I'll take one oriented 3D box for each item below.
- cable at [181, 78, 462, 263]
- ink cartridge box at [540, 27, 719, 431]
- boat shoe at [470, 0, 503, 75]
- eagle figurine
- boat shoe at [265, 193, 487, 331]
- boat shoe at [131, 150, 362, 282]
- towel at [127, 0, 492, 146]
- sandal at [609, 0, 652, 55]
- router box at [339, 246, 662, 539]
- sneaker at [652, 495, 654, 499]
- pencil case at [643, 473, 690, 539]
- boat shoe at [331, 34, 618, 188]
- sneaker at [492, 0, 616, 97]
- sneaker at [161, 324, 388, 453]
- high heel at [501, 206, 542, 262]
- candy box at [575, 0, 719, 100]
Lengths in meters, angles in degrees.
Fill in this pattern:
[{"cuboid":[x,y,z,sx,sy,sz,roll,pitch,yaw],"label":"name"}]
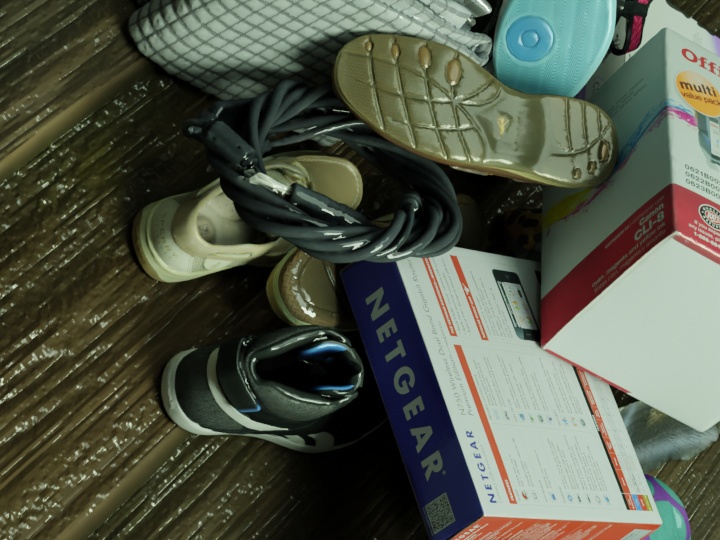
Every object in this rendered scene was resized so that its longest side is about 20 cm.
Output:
[{"cuboid":[-0.007,-0.063,1.400,0.163,0.051,0.199,39,28,30],"label":"cable"},{"cuboid":[0.218,-0.029,1.494,0.145,0.145,0.201,26,43,-21],"label":"ink cartridge box"},{"cuboid":[0.088,-0.219,1.568,0.071,0.072,0.201,48,45,-42],"label":"boat shoe"},{"cuboid":[0.259,0.082,1.724,0.199,0.152,0.152,3,29,-12],"label":"eagle figurine"},{"cuboid":[0.000,0.000,1.498,0.199,0.076,0.072,-16,94,-46],"label":"boat shoe"},{"cuboid":[-0.059,-0.040,1.458,0.199,0.065,0.073,-18,90,-47],"label":"boat shoe"},{"cuboid":[-0.030,-0.175,1.460,0.199,0.165,0.086,22,55,-40],"label":"towel"},{"cuboid":[0.189,-0.190,1.632,0.045,0.200,0.076,13,86,3],"label":"sandal"},{"cuboid":[0.091,0.082,1.433,0.179,0.049,0.201,10,52,-45],"label":"router box"},{"cuboid":[0.141,0.137,1.553,0.115,0.076,0.201,19,39,-14],"label":"sneaker"},{"cuboid":[0.149,0.211,1.576,0.199,0.092,0.086,-21,119,-47],"label":"pencil case"},{"cuboid":[0.068,-0.096,1.450,0.199,0.068,0.072,17,78,-18],"label":"boat shoe"},{"cuboid":[0.135,-0.211,1.512,0.079,0.131,0.201,14,108,-6],"label":"sneaker"},{"cuboid":[-0.019,0.075,1.428,0.199,0.112,0.074,1,78,-45],"label":"sneaker"},{"cuboid":[0.208,-0.025,1.674,0.199,0.142,0.072,-15,131,-39],"label":"high heel"},{"cuboid":[0.247,-0.114,1.790,0.199,0.071,0.169,29,58,-37],"label":"candy box"}]
